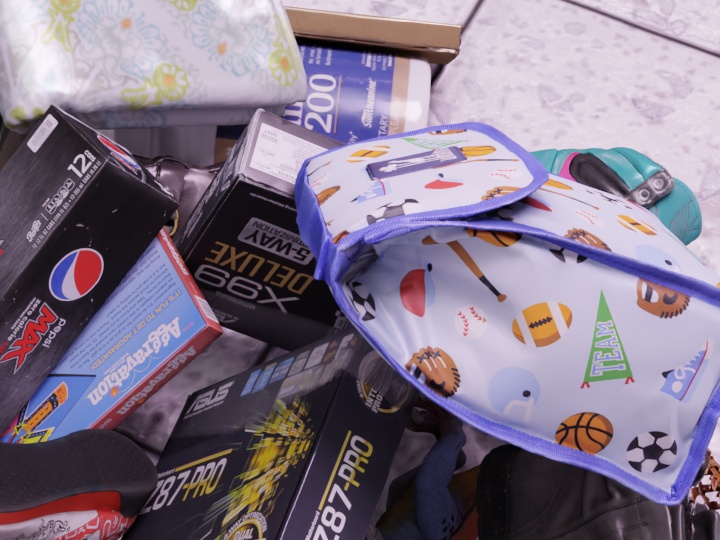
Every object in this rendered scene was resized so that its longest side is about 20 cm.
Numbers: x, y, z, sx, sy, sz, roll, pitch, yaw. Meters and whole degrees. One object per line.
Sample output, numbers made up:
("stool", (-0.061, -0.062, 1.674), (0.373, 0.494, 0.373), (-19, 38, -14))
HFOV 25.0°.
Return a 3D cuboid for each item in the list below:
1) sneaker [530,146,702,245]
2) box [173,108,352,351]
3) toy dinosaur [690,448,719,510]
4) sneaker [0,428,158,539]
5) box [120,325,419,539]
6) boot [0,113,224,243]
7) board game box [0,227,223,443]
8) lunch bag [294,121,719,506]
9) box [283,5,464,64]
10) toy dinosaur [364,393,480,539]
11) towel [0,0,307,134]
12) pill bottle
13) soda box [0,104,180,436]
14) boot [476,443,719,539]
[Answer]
("sneaker", (0.158, -0.003, 0.999), (0.120, 0.084, 0.201), (-15, 53, -5))
("box", (0.000, 0.000, 0.933), (0.199, 0.158, 0.050), (21, 57, -15))
("toy dinosaur", (0.194, 0.184, 0.902), (0.135, 0.102, 0.200), (13, 32, -27))
("sneaker", (-0.199, 0.137, 0.828), (0.067, 0.108, 0.201), (45, 21, 30))
("box", (-0.059, 0.124, 0.833), (0.049, 0.200, 0.162), (36, 61, -19))
("boot", (-0.166, 0.001, 0.993), (0.173, 0.201, 0.069), (22, 8, -23))
("board game box", (-0.175, 0.059, 0.921), (0.200, 0.019, 0.103), (-40, 57, 11))
("lunch bag", (0.067, 0.003, 0.779), (0.199, 0.124, 0.170), (19, 13, -12))
("box", (-0.033, -0.164, 1.117), (0.199, 0.163, 0.021), (6, 95, -1))
("toy dinosaur", (0.027, 0.158, 0.889), (0.199, 0.105, 0.183), (13, 70, -10))
("towel", (-0.135, -0.168, 0.963), (0.199, 0.048, 0.172), (-6, 71, -36))
("pill bottle", (-0.057, -0.096, 1.070), (0.199, 0.111, 0.111), (6, 51, -1))
("soda box", (-0.193, 0.014, 0.893), (0.200, 0.071, 0.063), (-51, 54, 5))
("boot", (0.123, 0.173, 0.830), (0.067, 0.130, 0.201), (12, 70, -42))
